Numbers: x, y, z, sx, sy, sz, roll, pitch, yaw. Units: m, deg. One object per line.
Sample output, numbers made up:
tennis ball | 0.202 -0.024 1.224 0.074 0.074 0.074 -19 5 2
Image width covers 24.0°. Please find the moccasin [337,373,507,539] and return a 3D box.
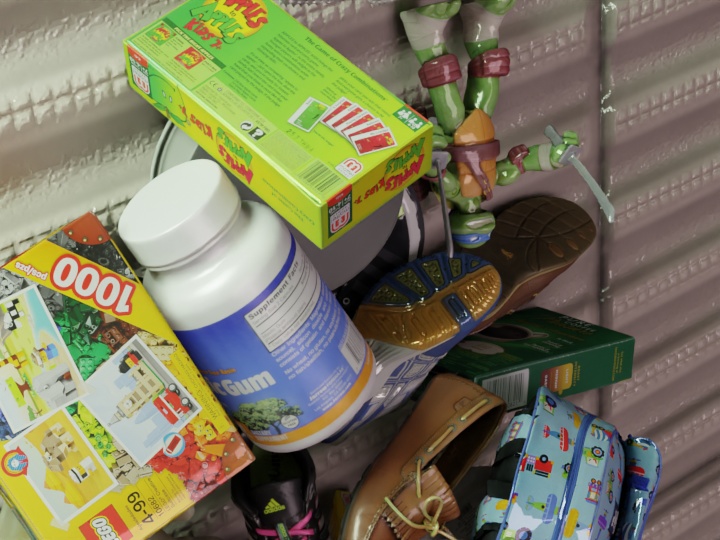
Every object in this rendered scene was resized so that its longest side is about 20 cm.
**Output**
moccasin | 0.048 0.170 1.291 0.201 0.078 0.074 -51 145 -33

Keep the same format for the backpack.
backpack | 0.162 0.191 1.352 0.200 0.134 0.183 80 28 -68

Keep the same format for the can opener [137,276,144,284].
can opener | -0.129 0.048 1.249 0.200 0.063 0.079 4 106 -43

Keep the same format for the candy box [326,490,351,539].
candy box | -0.037 0.295 1.432 0.026 0.102 0.200 15 100 -8

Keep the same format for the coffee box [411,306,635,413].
coffee box | 0.128 0.079 1.458 0.200 0.123 0.044 -12 109 -40

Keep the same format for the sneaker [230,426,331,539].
sneaker | -0.058 0.195 1.287 0.074 0.200 0.087 -16 153 2

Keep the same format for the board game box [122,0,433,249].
board game box | -0.057 -0.111 1.139 0.102 0.200 0.048 -37 151 -25

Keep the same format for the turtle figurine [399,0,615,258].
turtle figurine | 0.106 -0.115 1.312 0.144 0.200 0.194 -9 94 -5

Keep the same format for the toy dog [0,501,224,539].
toy dog | -0.166 0.255 1.263 0.200 0.140 0.194 3 117 -44

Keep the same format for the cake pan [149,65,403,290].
cake pan | -0.053 -0.062 1.239 0.200 0.037 0.201 -9 116 -18

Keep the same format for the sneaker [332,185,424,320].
sneaker | 0.000 0.000 1.340 0.083 0.072 0.200 -24 124 -32

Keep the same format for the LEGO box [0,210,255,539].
LEGO box | -0.190 0.084 1.124 0.149 0.077 0.200 -36 99 -17

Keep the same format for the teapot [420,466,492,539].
teapot | 0.091 0.272 1.510 0.200 0.146 0.198 12 75 -25

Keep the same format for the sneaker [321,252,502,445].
sneaker | 0.027 0.061 1.328 0.200 0.075 0.088 -33 147 3

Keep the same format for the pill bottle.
pill bottle | -0.081 0.023 1.180 0.112 0.112 0.200 -46 123 -17

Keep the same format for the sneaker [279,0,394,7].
sneaker | 0.000 -0.249 1.224 0.200 0.070 0.100 -15 85 -56

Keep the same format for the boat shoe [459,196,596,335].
boat shoe | 0.126 -0.002 1.468 0.200 0.072 0.068 -33 162 -38
